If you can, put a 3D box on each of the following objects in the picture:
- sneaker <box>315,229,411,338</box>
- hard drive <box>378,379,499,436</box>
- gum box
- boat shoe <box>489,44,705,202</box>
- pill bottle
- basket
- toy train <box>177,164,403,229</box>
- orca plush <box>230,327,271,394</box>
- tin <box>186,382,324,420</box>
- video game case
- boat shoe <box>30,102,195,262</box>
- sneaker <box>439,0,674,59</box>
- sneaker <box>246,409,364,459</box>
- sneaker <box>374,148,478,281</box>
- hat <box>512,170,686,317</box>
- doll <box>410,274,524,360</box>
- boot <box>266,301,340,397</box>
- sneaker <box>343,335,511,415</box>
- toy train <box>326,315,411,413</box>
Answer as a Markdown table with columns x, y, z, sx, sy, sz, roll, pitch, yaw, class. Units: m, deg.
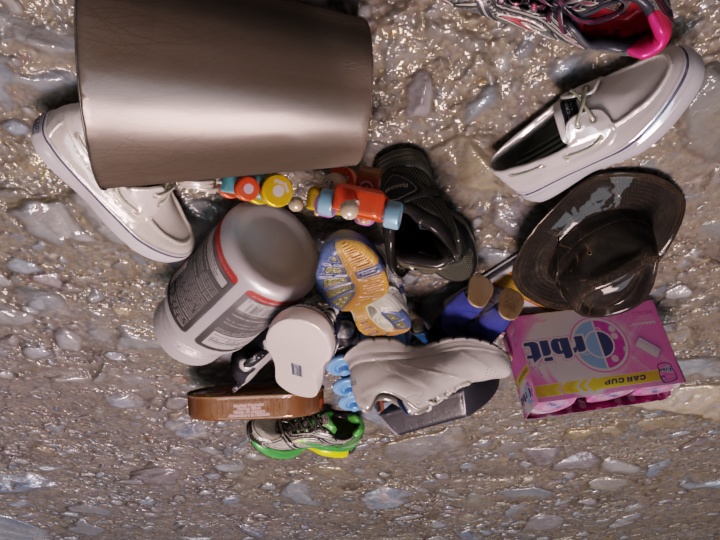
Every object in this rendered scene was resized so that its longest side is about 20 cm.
| x | y | z | sx | sy | sz | roll | pitch | yaw | class |
| --- | --- | --- | --- | --- | --- | --- | --- | --- | --- |
| 0.000 | 0.000 | 0.757 | 0.075 | 0.089 | 0.200 | -11 | 150 | 11 | sneaker |
| 0.117 | 0.169 | 0.946 | 0.134 | 0.043 | 0.200 | -22 | 176 | 24 | hard drive |
| 0.293 | 0.111 | 0.878 | 0.199 | 0.114 | 0.066 | -7 | 150 | -6 | gum box |
| 0.196 | -0.125 | 0.608 | 0.066 | 0.074 | 0.200 | 18 | 141 | -28 | boat shoe |
| -0.143 | 0.022 | 0.763 | 0.115 | 0.116 | 0.200 | 23 | 138 | -30 | pill bottle |
| -0.097 | -0.142 | 0.532 | 0.199 | 0.136 | 0.181 | 0 | 132 | -10 | basket |
| -0.051 | -0.079 | 0.617 | 0.199 | 0.056 | 0.150 | 12 | -177 | 13 | toy train |
| -0.137 | 0.084 | 0.918 | 0.105 | 0.071 | 0.200 | -36 | 172 | -31 | orca plush |
| -0.151 | 0.189 | 1.011 | 0.199 | 0.042 | 0.112 | -2 | 175 | 2 | tin |
| 0.221 | 0.023 | 0.860 | 0.142 | 0.018 | 0.200 | 25 | 137 | -31 | video game case |
| -0.212 | -0.081 | 0.665 | 0.069 | 0.071 | 0.200 | -16 | 135 | 23 | boat shoe |
| 0.133 | -0.205 | 0.497 | 0.199 | 0.075 | 0.081 | 6 | 143 | -9 | sneaker |
| -0.087 | 0.252 | 1.128 | 0.199 | 0.078 | 0.085 | 5 | 138 | -24 | sneaker |
| 0.072 | -0.021 | 0.716 | 0.076 | 0.115 | 0.200 | -13 | 144 | 19 | sneaker |
| 0.265 | -0.005 | 0.743 | 0.199 | 0.081 | 0.201 | -6 | 134 | -6 | hat |
| 0.131 | 0.081 | 0.875 | 0.136 | 0.049 | 0.200 | 23 | 147 | -5 | doll |
| -0.056 | 0.063 | 0.764 | 0.072 | 0.091 | 0.200 | 20 | 151 | 1 | boot |
| 0.081 | 0.127 | 0.818 | 0.199 | 0.088 | 0.075 | -3 | 153 | -5 | sneaker |
| 0.015 | 0.123 | 0.936 | 0.113 | 0.087 | 0.200 | -10 | 143 | 2 | toy train |
